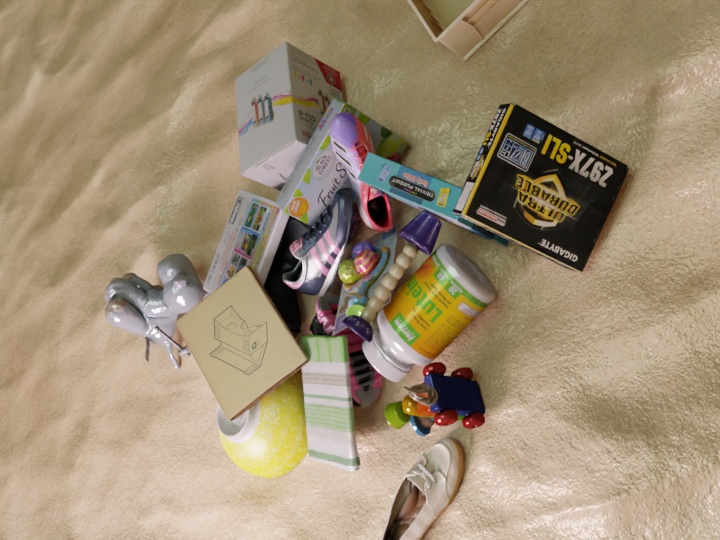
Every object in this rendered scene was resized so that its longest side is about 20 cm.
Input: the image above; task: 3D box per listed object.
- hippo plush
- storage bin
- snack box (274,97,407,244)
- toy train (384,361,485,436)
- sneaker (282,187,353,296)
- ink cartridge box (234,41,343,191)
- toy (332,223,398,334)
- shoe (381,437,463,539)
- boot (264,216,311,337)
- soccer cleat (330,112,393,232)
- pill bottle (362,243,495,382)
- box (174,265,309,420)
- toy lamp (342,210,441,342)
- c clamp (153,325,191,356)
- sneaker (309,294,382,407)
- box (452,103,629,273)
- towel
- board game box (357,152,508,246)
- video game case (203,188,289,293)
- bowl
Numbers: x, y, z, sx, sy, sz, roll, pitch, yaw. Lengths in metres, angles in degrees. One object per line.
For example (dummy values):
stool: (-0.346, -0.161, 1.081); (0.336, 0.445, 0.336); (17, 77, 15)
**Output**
hippo plush: (-0.383, 0.053, 1.569); (0.160, 0.158, 0.202); (-40, 56, 23)
storage bin: (0.172, -0.484, 1.330); (0.198, 0.093, 0.202); (-41, 56, 22)
snack box: (-0.032, -0.163, 1.363); (0.202, 0.141, 0.053); (-60, 32, 9)
toy train: (0.078, 0.187, 1.150); (0.115, 0.199, 0.086); (-30, 61, 32)
sneaker: (-0.069, -0.046, 1.333); (0.070, 0.081, 0.202); (-107, 32, -59)
ink cartridge box: (-0.121, -0.260, 1.454); (0.143, 0.144, 0.203); (-23, 64, 35)
toy: (0.000, 0.000, 1.300); (0.114, 0.047, 0.201); (-31, 32, 27)
shoe: (0.086, 0.334, 1.194); (0.070, 0.053, 0.202); (32, 98, 39)
boot: (-0.122, -0.007, 1.434); (0.169, 0.076, 0.201); (-51, 47, 20)
soccer cleat: (0.008, -0.154, 1.304); (0.066, 0.202, 0.076); (-25, 27, -12)
pill bottle: (0.095, 0.068, 1.223); (0.200, 0.110, 0.112); (-48, 54, 17)
box: (-0.197, 0.116, 1.353); (0.163, 0.021, 0.201); (-37, 67, 5)
toy lamp: (0.048, 0.005, 1.185); (0.058, 0.058, 0.201); (33, 86, 38)
c clamp: (-0.233, 0.127, 1.434); (0.198, 0.171, 0.027); (-20, 41, 25)
sneaker: (-0.031, 0.142, 1.339); (0.096, 0.078, 0.202); (-53, 48, 40)
box: (0.244, -0.109, 1.110); (0.162, 0.198, 0.049); (-66, 17, 1)
towel: (-0.046, 0.202, 1.290); (0.149, 0.030, 0.203); (-6, 88, 59)
board game box: (0.115, -0.106, 1.232); (0.199, 0.150, 0.047); (27, 94, 39)
video game case: (-0.206, -0.035, 1.471); (0.181, 0.023, 0.203); (23, 93, 54)
bowl: (-0.180, 0.246, 1.391); (0.198, 0.107, 0.203); (-11, 72, 35)
